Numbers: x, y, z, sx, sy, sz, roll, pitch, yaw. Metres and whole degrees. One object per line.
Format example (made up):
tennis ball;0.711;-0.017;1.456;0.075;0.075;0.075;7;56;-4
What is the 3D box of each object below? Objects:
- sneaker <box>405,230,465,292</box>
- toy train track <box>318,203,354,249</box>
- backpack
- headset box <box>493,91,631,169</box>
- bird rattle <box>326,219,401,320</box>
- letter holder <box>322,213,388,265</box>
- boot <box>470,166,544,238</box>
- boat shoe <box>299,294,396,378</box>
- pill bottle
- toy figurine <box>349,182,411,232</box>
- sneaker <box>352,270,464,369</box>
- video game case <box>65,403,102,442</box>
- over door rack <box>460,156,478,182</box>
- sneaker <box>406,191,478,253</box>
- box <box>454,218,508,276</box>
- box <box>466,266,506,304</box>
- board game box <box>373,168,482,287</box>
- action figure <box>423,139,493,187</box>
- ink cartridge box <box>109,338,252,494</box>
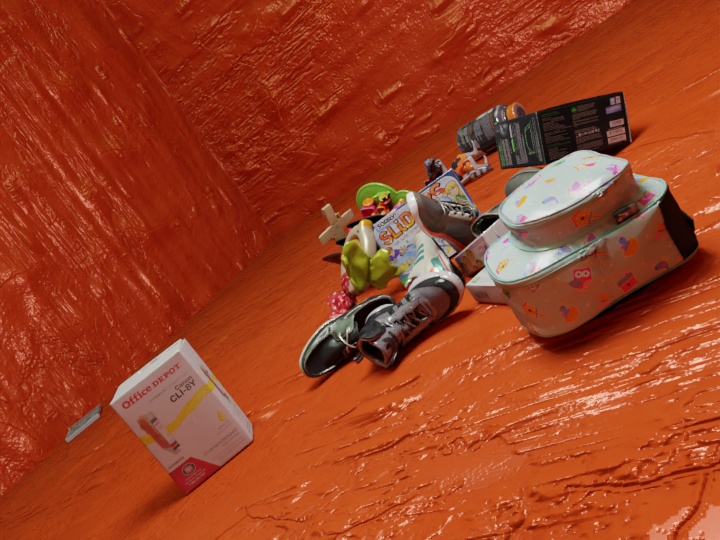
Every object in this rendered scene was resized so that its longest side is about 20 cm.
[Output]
sneaker;0.109;-0.004;1.109;0.093;0.070;0.200;-39;23;6
toy train track;-0.047;-0.071;1.539;0.115;0.202;0.032;-43;32;-26
backpack;0.234;-0.030;0.705;0.200;0.153;0.176;-42;16;8
headset box;0.363;-0.254;1.176;0.171;0.094;0.200;-15;9;-9
bird rattle;0.000;0.000;1.193;0.201;0.111;0.166;117;155;-59
letter holder;0.007;-0.066;1.431;0.199;0.140;0.102;171;108;-65
boot;0.258;-0.105;1.069;0.199;0.073;0.181;-40;11;-26
boat shoe;-0.022;0.110;1.088;0.199;0.072;0.068;-38;8;-13
pill bottle;0.374;-0.397;1.790;0.199;0.107;0.106;-23;17;48
toy figurine;0.050;-0.126;1.741;0.197;0.151;0.185;-1;44;28
sneaker;0.067;0.082;0.944;0.199;0.076;0.114;-35;11;38
video game case;-1.046;0.577;2.410;0.143;0.018;0.200;-40;12;-16
over door rack;0.183;-0.137;1.408;0.148;0.066;0.201;-46;-6;-37
sneaker;0.156;-0.095;1.081;0.081;0.199;0.078;-35;52;29
box;0.186;-0.031;0.969;0.039;0.042;0.200;-40;-4;-7
box;0.258;-0.028;0.896;0.200;0.037;0.144;-42;12;-15
board game box;0.129;-0.081;1.217;0.199;0.136;0.034;-36;3;7
action figure;0.234;-0.245;1.640;0.193;0.105;0.199;-38;-14;16
ink cartridge box;-0.295;0.241;1.063;0.144;0.201;0.083;-37;12;-5
